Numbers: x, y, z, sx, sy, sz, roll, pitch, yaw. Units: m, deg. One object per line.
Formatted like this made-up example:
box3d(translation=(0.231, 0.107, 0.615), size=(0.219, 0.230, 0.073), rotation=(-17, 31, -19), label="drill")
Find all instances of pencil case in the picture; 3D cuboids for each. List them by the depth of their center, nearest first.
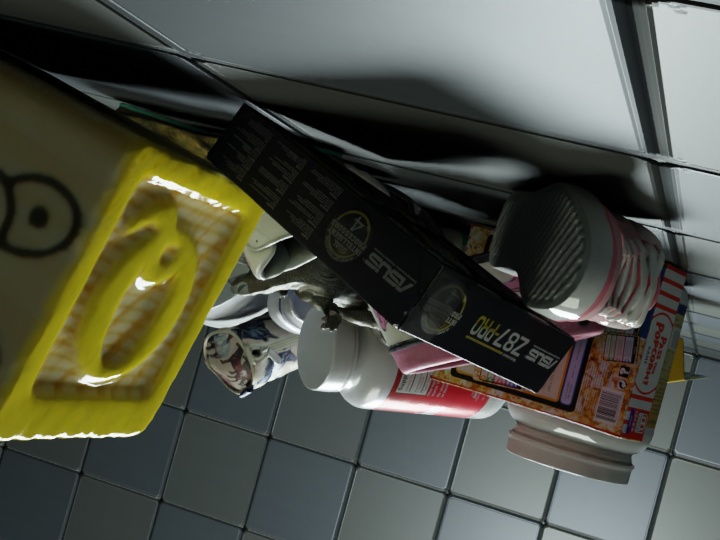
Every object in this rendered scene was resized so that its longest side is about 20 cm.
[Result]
box3d(translation=(-0.067, 0.069, 1.331), size=(0.200, 0.078, 0.089), rotation=(-22, -164, -37), label="pencil case")

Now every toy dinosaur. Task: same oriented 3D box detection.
box3d(translation=(-0.018, 0.015, 1.086), size=(0.200, 0.077, 0.102), rotation=(15, -162, -45), label="toy dinosaur")

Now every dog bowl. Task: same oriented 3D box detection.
box3d(translation=(0.107, 0.032, 0.982), size=(0.200, 0.074, 0.200), rotation=(-11, 172, -1), label="dog bowl")

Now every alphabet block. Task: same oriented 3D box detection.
box3d(translation=(-0.213, -0.024, 0.775), size=(0.200, 0.195, 0.196), rotation=(30, -175, 19), label="alphabet block")

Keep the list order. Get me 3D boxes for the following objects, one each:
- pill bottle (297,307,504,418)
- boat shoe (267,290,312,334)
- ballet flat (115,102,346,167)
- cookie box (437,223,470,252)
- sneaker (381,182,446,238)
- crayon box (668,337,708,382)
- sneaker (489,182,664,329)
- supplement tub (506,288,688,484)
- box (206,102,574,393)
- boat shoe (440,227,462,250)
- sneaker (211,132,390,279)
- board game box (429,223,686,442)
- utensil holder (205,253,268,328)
box3d(translation=(0.045, 0.085, 1.221), size=(0.200, 0.112, 0.112), rotation=(8, -178, -27), label="pill bottle")
box3d(translation=(-0.002, 0.039, 1.286), size=(0.200, 0.074, 0.065), rotation=(5, 180, -38), label="boat shoe")
box3d(translation=(-0.105, -0.074, 0.908), size=(0.200, 0.071, 0.071), rotation=(14, 178, 21), label="ballet flat")
box3d(translation=(0.037, -0.019, 1.281), size=(0.200, 0.075, 0.171), rotation=(15, 179, 11), label="cookie box")
box3d(translation=(-0.012, -0.049, 1.042), size=(0.200, 0.076, 0.092), rotation=(23, -172, 16), label="sneaker")
box3d(translation=(0.268, 0.099, 1.371), size=(0.200, 0.052, 0.126), rotation=(-4, -176, -23), label="crayon box")
box3d(translation=(0.148, -0.004, 0.742), size=(0.105, 0.075, 0.200), rotation=(20, -175, -7), label="sneaker")
box3d(translation=(0.225, 0.095, 1.191), size=(0.144, 0.200, 0.144), rotation=(15, 178, 1), label="supplement tub")
box3d(translation=(0.019, -0.013, 0.751), size=(0.200, 0.049, 0.161), rotation=(41, -173, 38), label="box")
box3d(translation=(-0.001, 0.001, 1.166), size=(0.202, 0.060, 0.072), rotation=(-4, -156, 12), label="boat shoe")
box3d(translation=(-0.083, -0.045, 0.959), size=(0.200, 0.099, 0.078), rotation=(12, 163, 24), label="sneaker")
box3d(translation=(0.170, 0.050, 1.086), size=(0.200, 0.152, 0.046), rotation=(15, 178, 38), label="board game box")
box3d(translation=(-0.157, -0.028, 1.306), size=(0.170, 0.170, 0.200), rotation=(15, 175, 7), label="utensil holder")
